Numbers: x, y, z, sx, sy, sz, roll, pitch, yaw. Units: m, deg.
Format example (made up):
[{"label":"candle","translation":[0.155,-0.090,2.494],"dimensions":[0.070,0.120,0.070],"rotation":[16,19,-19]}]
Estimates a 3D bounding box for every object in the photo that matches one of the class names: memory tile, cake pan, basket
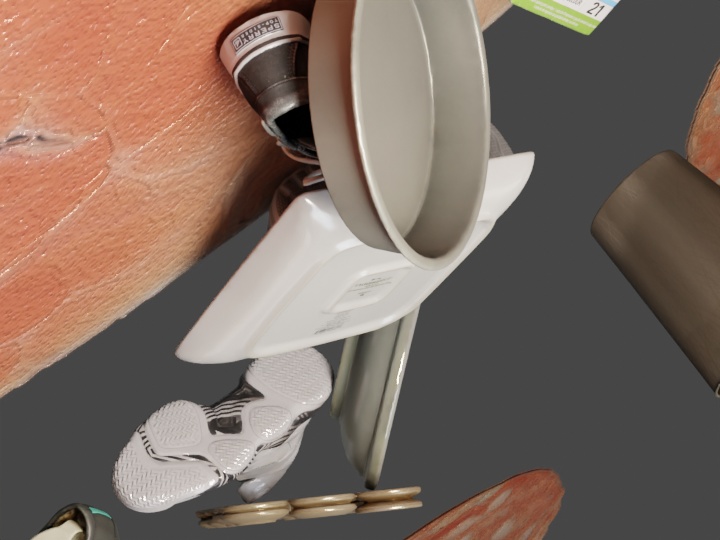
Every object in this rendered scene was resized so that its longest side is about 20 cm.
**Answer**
[{"label":"memory tile","translation":[-0.041,0.182,1.491],"dimensions":[0.153,0.017,0.200],"rotation":[-5,173,-12]},{"label":"cake pan","translation":[0.023,-0.099,1.101],"dimensions":[0.037,0.201,0.200],"rotation":[-2,176,24]},{"label":"basket","translation":[0.322,-0.005,1.828],"dimensions":[0.180,0.200,0.136],"rotation":[-30,156,-37]}]

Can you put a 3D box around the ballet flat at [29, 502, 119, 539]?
[{"label":"ballet flat","translation":[-0.258,0.241,1.411],"dimensions":[0.200,0.068,0.068],"rotation":[-48,154,-18]}]

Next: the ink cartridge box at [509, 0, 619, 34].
[{"label":"ink cartridge box","translation":[0.156,-0.248,1.164],"dimensions":[0.200,0.076,0.148],"rotation":[-48,161,17]}]

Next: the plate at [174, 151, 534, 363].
[{"label":"plate","translation":[0.000,0.000,1.277],"dimensions":[0.199,0.032,0.200],"rotation":[-13,157,-38]}]

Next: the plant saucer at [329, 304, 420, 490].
[{"label":"plant saucer","translation":[0.012,0.066,1.504],"dimensions":[0.200,0.050,0.201],"rotation":[14,90,-89]}]

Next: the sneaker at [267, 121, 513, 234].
[{"label":"sneaker","translation":[0.015,-0.055,1.327],"dimensions":[0.200,0.075,0.082],"rotation":[-19,161,-30]}]

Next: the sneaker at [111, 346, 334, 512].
[{"label":"sneaker","translation":[-0.107,0.140,1.466],"dimensions":[0.200,0.075,0.115],"rotation":[-33,157,-35]}]

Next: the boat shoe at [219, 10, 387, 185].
[{"label":"boat shoe","translation":[-0.017,-0.090,1.140],"dimensions":[0.073,0.068,0.199],"rotation":[-27,163,7]}]
